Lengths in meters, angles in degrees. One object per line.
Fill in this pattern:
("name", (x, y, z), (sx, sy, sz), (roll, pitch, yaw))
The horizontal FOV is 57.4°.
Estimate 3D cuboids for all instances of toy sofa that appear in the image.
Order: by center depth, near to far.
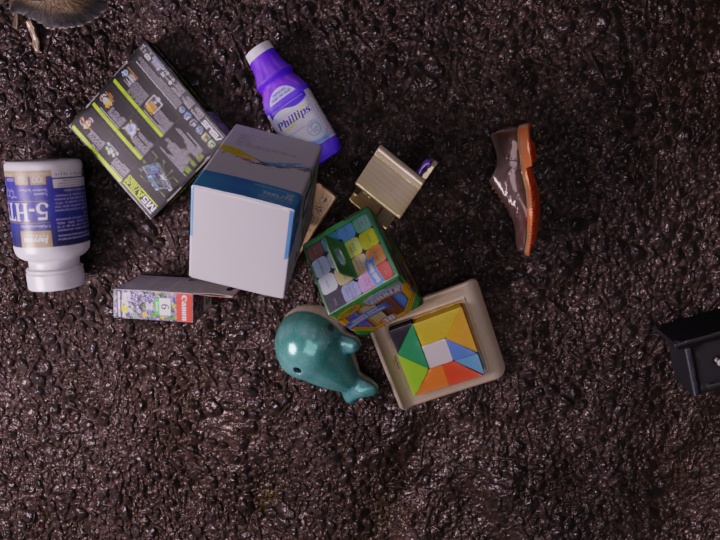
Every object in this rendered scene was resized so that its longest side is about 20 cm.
("toy sofa", (0.043, -0.131, 0.982), (0.082, 0.200, 0.099), (36, 87, -2))

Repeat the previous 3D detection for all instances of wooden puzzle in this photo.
("wooden puzzle", (0.129, 0.129, 1.095), (0.195, 0.037, 0.189), (-21, 110, 6))

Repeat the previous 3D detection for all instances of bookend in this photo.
("bookend", (0.603, 0.170, 1.058), (0.194, 0.092, 0.205), (-15, 100, 7))

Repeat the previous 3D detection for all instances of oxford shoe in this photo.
("oxford shoe", (0.245, -0.125, 1.047), (0.071, 0.071, 0.207), (-3, 97, 24))

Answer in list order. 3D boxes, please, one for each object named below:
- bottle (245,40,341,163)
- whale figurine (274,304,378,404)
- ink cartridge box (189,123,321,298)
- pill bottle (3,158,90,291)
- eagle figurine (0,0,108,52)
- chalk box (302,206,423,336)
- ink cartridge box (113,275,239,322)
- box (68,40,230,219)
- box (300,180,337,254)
("bottle", (-0.109, -0.259, 1.036), (0.082, 0.065, 0.204), (-29, 98, 10))
("whale figurine", (-0.059, 0.154, 1.084), (0.157, 0.105, 0.201), (-28, 109, 39))
("ink cartridge box", (-0.150, -0.092, 0.962), (0.141, 0.202, 0.150), (13, 126, 0))
("pill bottle", (-0.505, -0.076, 1.072), (0.115, 0.120, 0.207), (-1, 101, 4))
("eagle figurine", (-0.474, -0.439, 0.987), (0.152, 0.196, 0.154), (48, 58, -37))
("chalk box", (0.000, 0.000, 0.996), (0.121, 0.200, 0.128), (-28, 67, 8))
("ink cartridge box", (-0.293, 0.047, 1.086), (0.193, 0.109, 0.052), (4, 102, 3))
("box", (-0.338, -0.225, 1.070), (0.192, 0.048, 0.201), (-41, 97, 13))
("box", (-0.156, -0.088, 1.095), (0.162, 0.021, 0.202), (35, 101, -3))
